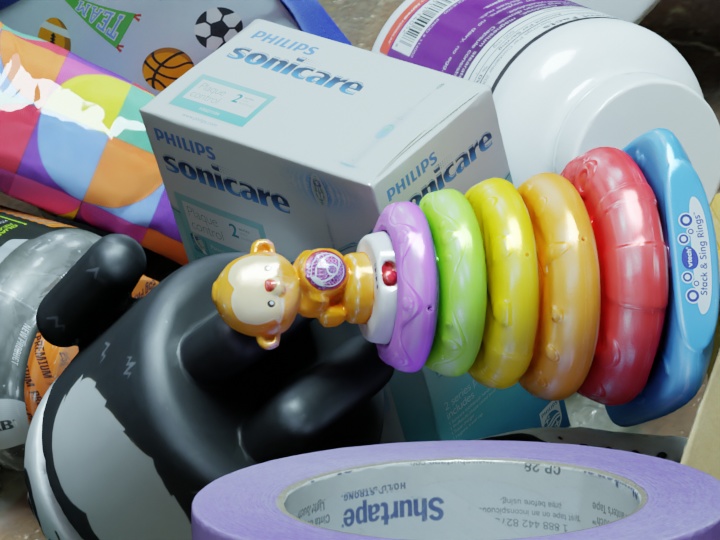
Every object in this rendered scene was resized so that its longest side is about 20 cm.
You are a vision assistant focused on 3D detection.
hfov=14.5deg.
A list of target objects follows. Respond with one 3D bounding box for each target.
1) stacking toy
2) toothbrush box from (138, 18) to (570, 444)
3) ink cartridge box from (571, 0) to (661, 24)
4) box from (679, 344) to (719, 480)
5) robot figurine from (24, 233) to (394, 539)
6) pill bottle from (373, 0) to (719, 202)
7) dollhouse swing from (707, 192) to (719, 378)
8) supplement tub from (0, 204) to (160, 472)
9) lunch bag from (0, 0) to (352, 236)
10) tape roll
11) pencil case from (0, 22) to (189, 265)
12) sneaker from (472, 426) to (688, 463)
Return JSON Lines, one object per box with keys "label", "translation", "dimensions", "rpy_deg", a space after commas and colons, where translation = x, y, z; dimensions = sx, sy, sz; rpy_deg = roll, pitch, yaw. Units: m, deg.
{"label": "stacking toy", "translation": [0.038, 0.005, 1.157], "dimensions": [0.200, 0.116, 0.110], "rpy_deg": [-1, -12, -14]}
{"label": "toothbrush box", "translation": [0.000, 0.000, 1.294], "dimensions": [0.146, 0.200, 0.085], "rpy_deg": [21, 48, 38]}
{"label": "ink cartridge box", "translation": [0.130, -0.217, 1.483], "dimensions": [0.200, 0.146, 0.147], "rpy_deg": [-46, -1, 36]}
{"label": "box", "translation": [0.232, 0.077, 1.127], "dimensions": [0.200, 0.021, 0.164], "rpy_deg": [19, 78, 8]}
{"label": "robot figurine", "translation": [-0.069, 0.069, 1.239], "dimensions": [0.125, 0.200, 0.151], "rpy_deg": [10, 62, -29]}
{"label": "pill bottle", "translation": [0.088, -0.071, 1.336], "dimensions": [0.112, 0.113, 0.200], "rpy_deg": [-27, 24, -15]}
{"label": "dollhouse swing", "translation": [0.243, -0.027, 1.282], "dimensions": [0.200, 0.182, 0.176], "rpy_deg": [-17, 56, -2]}
{"label": "supplement tub", "translation": [-0.189, 0.027, 1.394], "dimensions": [0.200, 0.123, 0.123], "rpy_deg": [17, 46, 37]}
{"label": "lunch bag", "translation": [-0.102, -0.116, 1.464], "dimensions": [0.200, 0.170, 0.124], "rpy_deg": [-21, 28, 41]}
{"label": "tape roll", "translation": [0.038, 0.114, 1.047], "dimensions": [0.200, 0.066, 0.200], "rpy_deg": [-1, 9, 0]}
{"label": "pencil case", "translation": [-0.122, -0.057, 1.392], "dimensions": [0.200, 0.088, 0.088], "rpy_deg": [25, 41, -4]}
{"label": "sneaker", "translation": [0.114, 0.102, 1.203], "dimensions": [0.200, 0.080, 0.074], "rpy_deg": [-6, 62, 17]}
